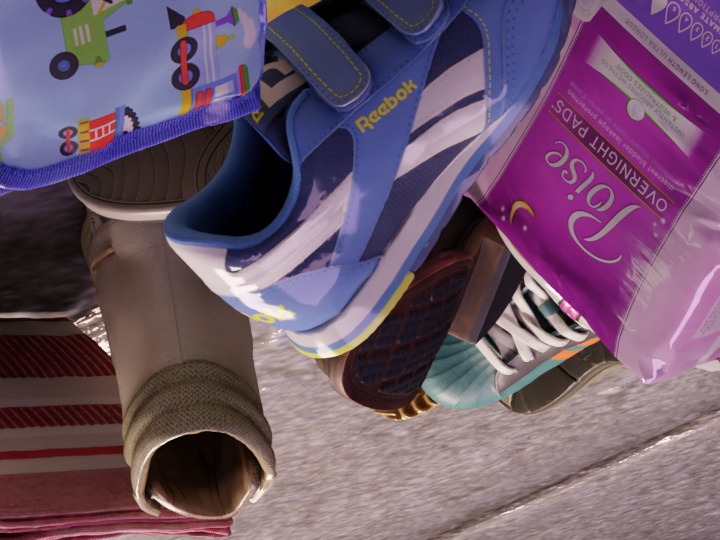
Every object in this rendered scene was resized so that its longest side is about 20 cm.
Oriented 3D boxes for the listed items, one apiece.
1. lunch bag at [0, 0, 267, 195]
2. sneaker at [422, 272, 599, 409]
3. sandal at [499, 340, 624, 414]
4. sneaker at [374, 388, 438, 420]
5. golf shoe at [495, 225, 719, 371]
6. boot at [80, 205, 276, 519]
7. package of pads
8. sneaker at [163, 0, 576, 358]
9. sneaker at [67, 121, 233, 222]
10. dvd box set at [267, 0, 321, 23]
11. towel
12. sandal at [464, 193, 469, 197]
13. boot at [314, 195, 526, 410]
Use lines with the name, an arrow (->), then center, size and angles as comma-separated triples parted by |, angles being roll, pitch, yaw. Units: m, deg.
lunch bag -> -0.110, -0.096, 0.540 | 0.200, 0.094, 0.151 | -16, 128, -17
sneaker -> 0.102, 0.003, 0.969 | 0.200, 0.071, 0.080 | -39, -177, 16
sandal -> 0.145, 0.023, 1.132 | 0.057, 0.080, 0.201 | -19, 175, -42
sneaker -> 0.089, 0.010, 1.068 | 0.200, 0.075, 0.090 | -26, 180, 20
golf shoe -> 0.128, 0.005, 0.866 | 0.200, 0.073, 0.092 | 26, 171, -29
boot -> -0.079, 0.038, 0.882 | 0.072, 0.155, 0.200 | -12, 158, -5
package of pads -> 0.122, -0.070, 0.697 | 0.076, 0.121, 0.200 | -19, 147, -41
sneaker -> 0.006, -0.066, 0.686 | 0.082, 0.074, 0.200 | 25, 100, -30
sneaker -> -0.012, -0.053, 0.799 | 0.199, 0.075, 0.106 | -18, 157, 8
dvd box set -> -0.081, -0.116, 0.654 | 0.146, 0.029, 0.200 | -12, 160, -5
towel -> -0.160, 0.071, 0.915 | 0.144, 0.200, 0.023 | 1, 113, -33
sandal -> 0.081, -0.049, 0.911 | 0.082, 0.050, 0.203 | -5, 160, -17
boot -> 0.000, 0.000, 0.842 | 0.200, 0.097, 0.075 | -25, 140, -66
